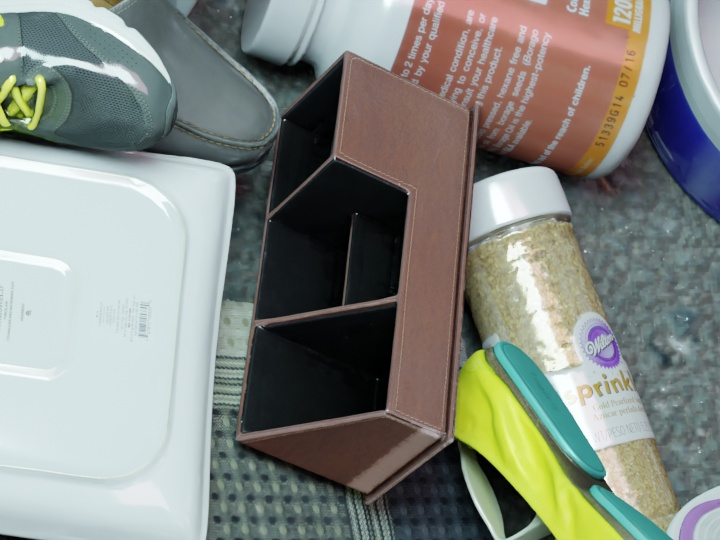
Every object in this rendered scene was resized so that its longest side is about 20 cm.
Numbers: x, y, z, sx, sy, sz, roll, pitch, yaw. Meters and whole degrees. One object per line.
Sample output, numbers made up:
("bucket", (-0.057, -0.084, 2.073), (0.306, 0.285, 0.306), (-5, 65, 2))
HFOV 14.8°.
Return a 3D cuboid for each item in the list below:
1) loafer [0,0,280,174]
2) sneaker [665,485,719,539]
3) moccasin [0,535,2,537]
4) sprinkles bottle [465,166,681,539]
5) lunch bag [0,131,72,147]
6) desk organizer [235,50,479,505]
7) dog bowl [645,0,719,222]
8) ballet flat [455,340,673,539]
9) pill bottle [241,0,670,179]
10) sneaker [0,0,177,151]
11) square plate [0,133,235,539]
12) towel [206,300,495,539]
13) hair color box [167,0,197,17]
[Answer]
("loafer", (-0.118, -0.111, 1.292), (0.200, 0.072, 0.073), (28, 52, -18))
("sneaker", (0.150, 0.170, 1.341), (0.200, 0.100, 0.075), (-31, 72, -21))
("moccasin", (-0.162, 0.093, 1.272), (0.068, 0.080, 0.200), (29, 81, 30))
("sprinkles bottle", (0.100, 0.050, 1.388), (0.068, 0.068, 0.200), (-15, 76, -22))
("lunch bag", (-0.230, -0.045, 1.307), (0.200, 0.082, 0.161), (-12, 76, -22))
("desk organizer", (0.000, 0.000, 1.319), (0.077, 0.072, 0.200), (24, 50, -23))
("dog bowl", (0.251, -0.110, 1.490), (0.200, 0.079, 0.200), (6, 69, -16))
("ballet flat", (0.097, 0.116, 1.293), (0.067, 0.067, 0.200), (-47, 50, 11))
("pill bottle", (0.047, -0.123, 1.409), (0.200, 0.112, 0.112), (15, 67, -13))
("sneaker", (-0.182, -0.083, 1.239), (0.200, 0.074, 0.085), (15, 41, 7))
("square plate", (-0.157, 0.021, 1.234), (0.198, 0.028, 0.200), (8, 63, -10))
("towel", (-0.017, 0.105, 1.321), (0.200, 0.035, 0.193), (5, 65, -38))
("hair color box", (-0.119, -0.172, 1.324), (0.111, 0.200, 0.064), (23, 63, -9))
